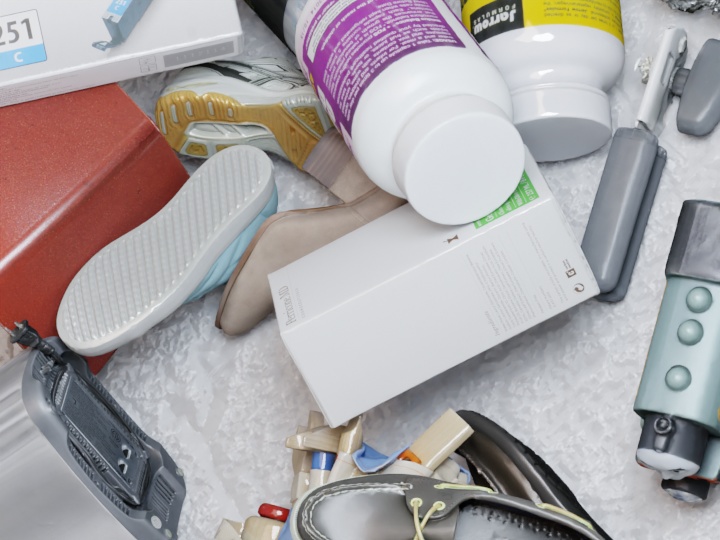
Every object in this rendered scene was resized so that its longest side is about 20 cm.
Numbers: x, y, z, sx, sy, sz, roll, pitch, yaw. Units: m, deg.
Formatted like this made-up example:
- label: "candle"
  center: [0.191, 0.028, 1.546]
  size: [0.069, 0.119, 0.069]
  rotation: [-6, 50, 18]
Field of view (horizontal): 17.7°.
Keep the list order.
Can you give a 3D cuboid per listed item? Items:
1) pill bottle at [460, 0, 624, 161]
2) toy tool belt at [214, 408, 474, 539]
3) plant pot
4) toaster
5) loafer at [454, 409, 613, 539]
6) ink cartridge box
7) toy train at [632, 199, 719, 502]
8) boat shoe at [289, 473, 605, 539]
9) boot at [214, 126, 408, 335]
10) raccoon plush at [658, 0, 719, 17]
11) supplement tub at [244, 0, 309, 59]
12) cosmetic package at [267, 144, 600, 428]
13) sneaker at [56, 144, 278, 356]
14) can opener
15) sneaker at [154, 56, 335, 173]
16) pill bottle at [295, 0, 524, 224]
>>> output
- label: "pill bottle"
  center: [0.126, -0.184, 1.617]
  size: [0.112, 0.112, 0.200]
  rotation: [-11, 69, 20]
- label: "toy tool belt"
  center: [-0.002, 0.149, 1.566]
  size: [0.200, 0.125, 0.123]
  rotation: [1, 72, 52]
- label: "plant pot"
  center: [-0.232, -0.060, 1.698]
  size: [0.176, 0.200, 0.200]
  rotation: [-41, 62, -6]
- label: "toaster"
  center: [-0.226, 0.142, 1.632]
  size: [0.129, 0.200, 0.114]
  rotation: [-32, 24, 17]
- label: "loafer"
  center: [0.114, 0.173, 1.530]
  size: [0.071, 0.073, 0.200]
  rotation: [-45, 62, 4]
- label: "ink cartridge box"
  center: [-0.198, -0.218, 1.645]
  size: [0.200, 0.045, 0.177]
  rotation: [-13, 74, -5]
- label: "toy train"
  center: [0.226, 0.048, 1.499]
  size: [0.085, 0.114, 0.200]
  rotation: [13, 79, 27]
- label: "boat shoe"
  center: [0.057, 0.164, 1.446]
  size: [0.201, 0.061, 0.072]
  rotation: [9, 76, -5]
- label: "boot"
  center: [0.000, 0.000, 1.642]
  size: [0.146, 0.070, 0.200]
  rotation: [36, 111, 13]
- label: "raccoon plush"
  center: [0.235, -0.208, 1.539]
  size: [0.134, 0.200, 0.097]
  rotation: [43, 111, 48]
- label: "supplement tub"
  center: [-0.040, -0.237, 1.693]
  size: [0.123, 0.122, 0.200]
  rotation: [-44, 54, 5]
- label: "cosmetic package"
  center: [0.046, 0.010, 1.539]
  size: [0.200, 0.085, 0.108]
  rotation: [-27, 24, 2]
- label: "sneaker"
  center: [-0.128, 0.002, 1.655]
  size: [0.200, 0.082, 0.074]
  rotation: [-41, 56, -17]
- label: "can opener"
  center: [0.199, -0.075, 1.584]
  size: [0.066, 0.053, 0.200]
  rotation: [18, 82, 26]
- label: "sneaker"
  center: [-0.046, -0.123, 1.695]
  size: [0.200, 0.076, 0.088]
  rotation: [12, 40, 9]
- label: "pill bottle"
  center: [0.035, -0.116, 1.539]
  size: [0.112, 0.112, 0.200]
  rotation: [-40, 37, 7]
